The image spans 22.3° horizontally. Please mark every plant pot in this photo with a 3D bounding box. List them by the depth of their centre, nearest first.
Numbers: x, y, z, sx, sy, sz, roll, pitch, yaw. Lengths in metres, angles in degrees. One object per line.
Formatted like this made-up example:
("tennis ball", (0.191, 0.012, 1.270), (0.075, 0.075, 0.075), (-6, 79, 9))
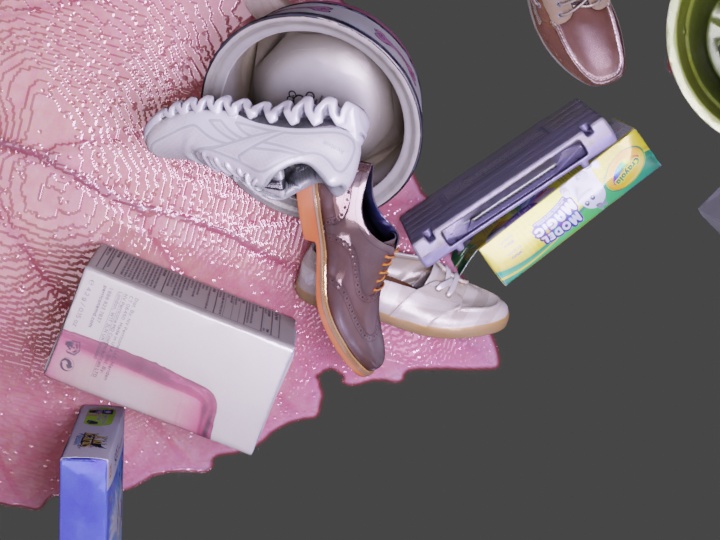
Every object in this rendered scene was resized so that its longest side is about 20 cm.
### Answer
("plant pot", (0.361, -0.205, 1.574), (0.199, 0.190, 0.201), (1, 96, 8))

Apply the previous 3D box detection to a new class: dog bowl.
("dog bowl", (-0.035, -0.147, 1.606), (0.199, 0.074, 0.201), (8, 123, 12))

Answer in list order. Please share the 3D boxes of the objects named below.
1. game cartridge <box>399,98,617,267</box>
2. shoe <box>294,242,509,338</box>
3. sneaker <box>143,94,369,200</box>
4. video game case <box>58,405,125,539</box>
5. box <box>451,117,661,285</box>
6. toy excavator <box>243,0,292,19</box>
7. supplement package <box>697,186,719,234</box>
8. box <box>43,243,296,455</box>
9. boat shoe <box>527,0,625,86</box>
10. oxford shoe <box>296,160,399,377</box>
("game cartridge", (0.129, -0.079, 1.626), (0.200, 0.130, 0.038), (-34, 99, 4))
("shoe", (0.040, 0.016, 1.667), (0.199, 0.070, 0.054), (11, 121, -2))
("sneaker", (-0.093, -0.102, 1.546), (0.199, 0.075, 0.081), (1, 75, 18))
("video game case", (-0.241, 0.240, 1.643), (0.045, 0.181, 0.201), (2, 100, -2))
("box", (0.169, -0.055, 1.638), (0.200, 0.117, 0.048), (-36, 98, 5))
("toy excavator", (0.010, -0.295, 1.614), (0.199, 0.100, 0.195), (15, 100, 10))
("supplement package", (0.448, -0.045, 1.634), (0.200, 0.147, 0.191), (44, 95, -8))
("box", (-0.168, 0.069, 1.643), (0.199, 0.128, 0.109), (22, 99, -5))
("boat shoe", (0.181, -0.254, 1.626), (0.076, 0.072, 0.200), (-28, 100, 3))
("oxford shoe", (0.000, 0.000, 1.592), (0.073, 0.071, 0.201), (-7, 112, 17))
